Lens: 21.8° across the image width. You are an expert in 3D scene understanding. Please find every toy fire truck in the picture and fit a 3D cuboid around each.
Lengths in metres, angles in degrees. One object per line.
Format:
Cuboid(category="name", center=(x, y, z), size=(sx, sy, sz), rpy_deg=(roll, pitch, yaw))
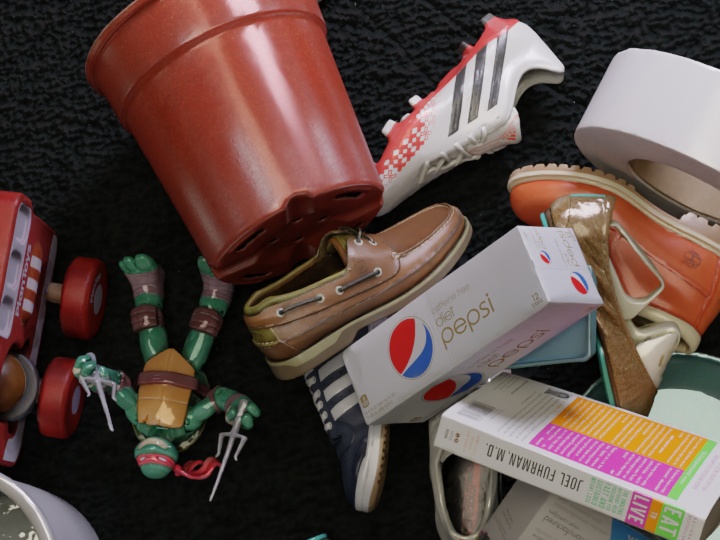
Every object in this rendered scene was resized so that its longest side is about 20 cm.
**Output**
Cuboid(category="toy fire truck", center=(-0.280, 0.049, 1.468), size=(0.111, 0.168, 0.202), rpy_deg=(9, 81, 7))

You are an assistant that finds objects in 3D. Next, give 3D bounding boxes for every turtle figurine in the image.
Cuboid(category="turtle figurine", center=(-0.155, 0.089, 1.486), size=(0.148, 0.101, 0.202), rpy_deg=(8, 65, -8))

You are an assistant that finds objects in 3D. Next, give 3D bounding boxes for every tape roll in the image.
Cuboid(category="tape roll", center=(0.267, -0.088, 1.426), size=(0.201, 0.203, 0.071), rpy_deg=(27, 82, 9))

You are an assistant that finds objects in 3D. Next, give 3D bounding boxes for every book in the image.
Cuboid(category="book", center=(0.168, 0.133, 1.347), size=(0.198, 0.133, 0.049), rpy_deg=(21, 107, 20))

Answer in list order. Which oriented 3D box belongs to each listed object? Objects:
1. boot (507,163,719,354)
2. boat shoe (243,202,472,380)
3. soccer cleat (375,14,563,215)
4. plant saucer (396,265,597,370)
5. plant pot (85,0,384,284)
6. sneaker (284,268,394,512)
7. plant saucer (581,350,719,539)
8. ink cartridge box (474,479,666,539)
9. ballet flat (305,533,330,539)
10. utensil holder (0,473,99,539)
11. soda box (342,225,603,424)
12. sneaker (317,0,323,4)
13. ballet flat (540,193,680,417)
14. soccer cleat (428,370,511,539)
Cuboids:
Cuboid(category="boot", center=(0.196, -0.010, 1.471), size=(0.198, 0.075, 0.108), rpy_deg=(25, 70, 10))
Cuboid(category="boat shoe", center=(0.000, 0.000, 1.431), size=(0.199, 0.072, 0.068), rpy_deg=(-38, 112, -20))
Cuboid(category="soccer cleat", center=(0.082, -0.115, 1.509), size=(0.085, 0.069, 0.200), rpy_deg=(38, 81, 15))
Cuboid(category="plant saucer", center=(0.102, 0.044, 1.418), size=(0.199, 0.019, 0.071), rpy_deg=(-10, 73, 44))
Cuboid(category="plant pot", center=(-0.086, -0.109, 1.453), size=(0.199, 0.201, 0.197), rpy_deg=(-26, 73, 0))
Cuboid(category="sneaker", center=(-0.028, 0.090, 1.486), size=(0.107, 0.070, 0.202), rpy_deg=(3, 73, 1))
Cuboid(category="plant saucer", center=(0.249, 0.165, 1.465), size=(0.198, 0.036, 0.202), rpy_deg=(-1, 79, 6))
Cuboid(category="ink cartridge box", center=(0.129, 0.252, 1.400), size=(0.115, 0.068, 0.201), rpy_deg=(30, 102, -16))
Cuboid(category="ballet flat", center=(-0.105, 0.268, 1.465), size=(0.198, 0.073, 0.074), rpy_deg=(-18, 79, 0))
Cuboid(category="utensil holder", center=(-0.287, 0.239, 1.419), size=(0.168, 0.200, 0.172), rpy_deg=(-1, 79, 6))
Cuboid(category="soda box", center=(0.079, 0.043, 1.374), size=(0.200, 0.068, 0.064), rpy_deg=(-37, 64, 37))
Cuboid(category="sneaker", center=(-0.035, -0.326, 1.536), size=(0.083, 0.121, 0.202), rpy_deg=(10, 81, 7))
Cuboid(category="ballet flat", center=(0.199, 0.032, 1.412), size=(0.072, 0.068, 0.202), rpy_deg=(-19, 102, 9))
Cuboid(category="soccer cleat", center=(0.084, 0.122, 1.463), size=(0.068, 0.085, 0.202), rpy_deg=(1, 80, 6))
